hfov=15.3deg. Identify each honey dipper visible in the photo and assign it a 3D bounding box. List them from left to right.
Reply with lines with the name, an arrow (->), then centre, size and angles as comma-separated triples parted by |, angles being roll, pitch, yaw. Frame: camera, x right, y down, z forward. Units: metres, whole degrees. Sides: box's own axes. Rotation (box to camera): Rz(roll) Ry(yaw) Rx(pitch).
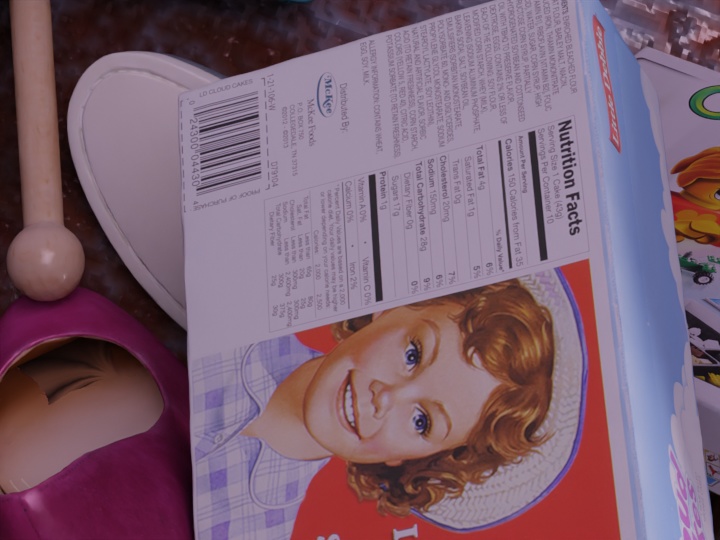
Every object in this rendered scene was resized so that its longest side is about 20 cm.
honey dipper -> -0.101, -0.084, 0.802 | 0.038, 0.038, 0.200 | 0, 65, -11

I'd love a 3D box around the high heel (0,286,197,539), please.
high heel -> -0.081, 0.038, 0.705 | 0.067, 0.096, 0.200 | -22, 35, 4

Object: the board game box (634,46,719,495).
board game box -> 0.121, 0.010, 0.719 | 0.200, 0.035, 0.126 | 24, 46, 33

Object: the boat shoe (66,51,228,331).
boat shoe -> 0.000, 0.000, 0.810 | 0.200, 0.073, 0.062 | 36, 26, 8

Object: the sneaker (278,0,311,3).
sneaker -> -0.031, -0.137, 0.759 | 0.080, 0.200, 0.078 | 15, 69, 1

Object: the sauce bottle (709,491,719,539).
sauce bottle -> 0.133, 0.070, 0.802 | 0.066, 0.066, 0.200 | 28, 69, -2

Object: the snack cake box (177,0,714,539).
snack cake box -> 0.022, 0.039, 0.657 | 0.115, 0.067, 0.200 | -14, 60, 19
